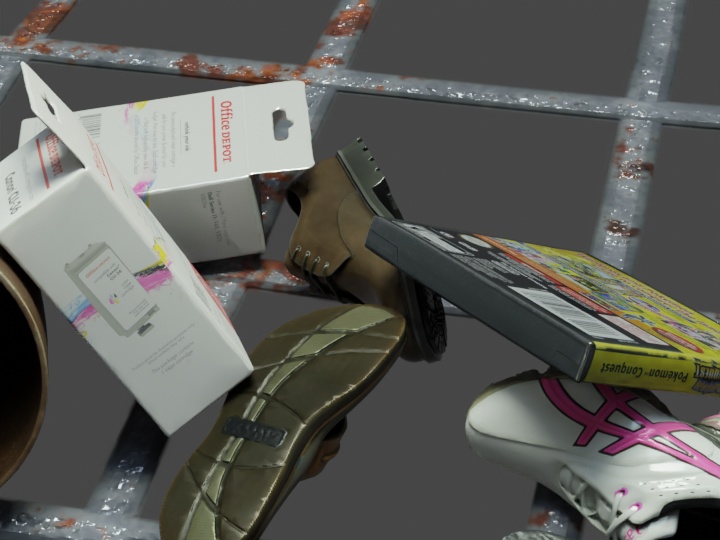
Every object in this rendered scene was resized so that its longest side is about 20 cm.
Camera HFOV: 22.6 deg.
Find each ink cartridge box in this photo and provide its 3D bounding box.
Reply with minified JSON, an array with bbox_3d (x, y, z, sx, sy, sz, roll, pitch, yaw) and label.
[{"bbox_3d":[-0.128,-0.061,1.213,0.199,0.068,0.117,-8,38,1],"label":"ink cartridge box"},{"bbox_3d":[-0.152,-0.014,1.034,0.067,0.200,0.117,-36,24,0],"label":"ink cartridge box"}]

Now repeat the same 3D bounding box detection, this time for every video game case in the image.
[{"bbox_3d":[0.128,0.023,1.045,0.180,0.026,0.200,8,16,-39],"label":"video game case"}]

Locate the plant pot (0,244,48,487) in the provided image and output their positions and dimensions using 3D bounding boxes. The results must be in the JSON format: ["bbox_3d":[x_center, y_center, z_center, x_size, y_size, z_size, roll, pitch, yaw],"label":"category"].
[{"bbox_3d":[-0.265,0.018,1.059,0.186,0.188,0.200,-3,23,-1],"label":"plant pot"}]

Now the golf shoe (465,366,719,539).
[{"bbox_3d":[0.147,0.111,0.981,0.199,0.073,0.092,12,41,18],"label":"golf shoe"}]

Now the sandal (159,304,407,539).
[{"bbox_3d":[-0.041,0.097,1.032,0.081,0.055,0.200,13,54,29],"label":"sandal"}]

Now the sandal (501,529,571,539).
[{"bbox_3d":[0.114,0.195,0.893,0.075,0.048,0.201,-8,38,-7],"label":"sandal"}]

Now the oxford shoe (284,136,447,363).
[{"bbox_3d":[0.000,0.000,1.150,0.084,0.073,0.200,-26,39,-1],"label":"oxford shoe"}]
